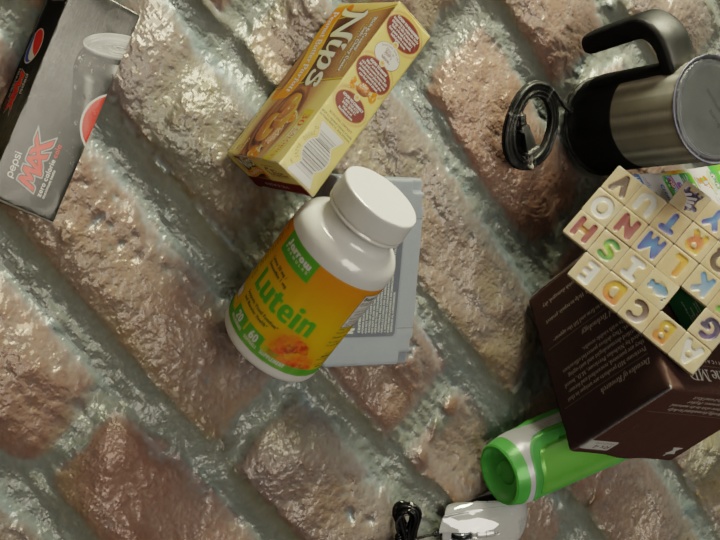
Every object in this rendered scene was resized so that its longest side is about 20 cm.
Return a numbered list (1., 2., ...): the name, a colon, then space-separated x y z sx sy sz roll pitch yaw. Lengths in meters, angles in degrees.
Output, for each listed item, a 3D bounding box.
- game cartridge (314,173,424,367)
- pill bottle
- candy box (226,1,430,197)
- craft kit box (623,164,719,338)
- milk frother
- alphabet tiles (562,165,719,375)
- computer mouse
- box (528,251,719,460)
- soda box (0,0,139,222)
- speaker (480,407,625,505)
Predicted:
1. game cartridge: 0.000 0.000 1.307 0.132 0.041 0.203 1 98 -28
2. pill bottle: -0.036 0.002 1.187 0.110 0.112 0.201 20 121 -33
3. candy box: -0.032 -0.170 1.206 0.055 0.115 0.201 44 75 -31
4. craft kit box: 0.394 -0.022 1.387 0.196 0.049 0.202 -10 66 -39
5. milk frother: 0.285 -0.165 1.361 0.200 0.188 0.181 -46 110 -21
6. alphabet tiles: 0.321 -0.015 1.305 0.200 0.008 0.167 40 79 14
7. computer mouse: 0.126 0.301 1.436 0.198 0.044 0.111 -9 103 -31
8. box: 0.320 0.087 1.401 0.164 0.164 0.202 9 54 -34
9. soda box: -0.270 -0.150 1.091 0.070 0.063 0.202 24 86 -33
10. speaker: 0.241 0.210 1.469 0.198 0.088 0.090 -16 107 -29
